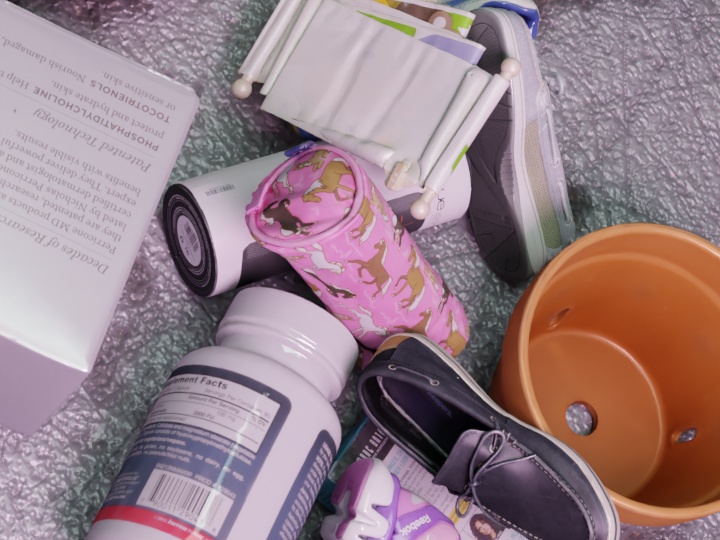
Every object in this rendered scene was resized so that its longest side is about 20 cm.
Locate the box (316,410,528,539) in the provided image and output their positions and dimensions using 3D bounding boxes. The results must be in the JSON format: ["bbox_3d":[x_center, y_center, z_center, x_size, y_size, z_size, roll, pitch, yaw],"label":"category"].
[{"bbox_3d":[0.069,0.172,1.747,0.200,0.049,0.082,39,64,-4],"label":"box"}]

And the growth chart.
[{"bbox_3d":[0.010,-0.135,1.749,0.200,0.018,0.145,32,79,31],"label":"growth chart"}]

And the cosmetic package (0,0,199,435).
[{"bbox_3d":[-0.226,-0.034,1.641,0.166,0.167,0.200,25,66,-12],"label":"cosmetic package"}]

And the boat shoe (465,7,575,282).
[{"bbox_3d":[0.108,-0.091,1.798,0.065,0.074,0.202,-29,121,-31],"label":"boat shoe"}]

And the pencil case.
[{"bbox_3d":[0.000,0.000,1.704,0.083,0.200,0.087,-35,50,3],"label":"pencil case"}]

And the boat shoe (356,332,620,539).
[{"bbox_3d":[0.076,0.118,1.656,0.200,0.075,0.062,41,34,14],"label":"boat shoe"}]

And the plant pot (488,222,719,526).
[{"bbox_3d":[0.172,0.084,1.766,0.200,0.140,0.200,7,70,-19],"label":"plant pot"}]

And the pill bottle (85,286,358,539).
[{"bbox_3d":[-0.081,0.117,1.671,0.119,0.120,0.200,31,64,-8],"label":"pill bottle"}]

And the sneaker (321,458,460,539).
[{"bbox_3d":[0.004,0.225,1.659,0.088,0.080,0.200,23,85,-15],"label":"sneaker"}]

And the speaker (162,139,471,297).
[{"bbox_3d":[-0.027,-0.047,1.770,0.200,0.081,0.081,-17,79,-25],"label":"speaker"}]

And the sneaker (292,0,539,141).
[{"bbox_3d":[0.040,-0.149,1.815,0.088,0.075,0.200,31,59,33],"label":"sneaker"}]
